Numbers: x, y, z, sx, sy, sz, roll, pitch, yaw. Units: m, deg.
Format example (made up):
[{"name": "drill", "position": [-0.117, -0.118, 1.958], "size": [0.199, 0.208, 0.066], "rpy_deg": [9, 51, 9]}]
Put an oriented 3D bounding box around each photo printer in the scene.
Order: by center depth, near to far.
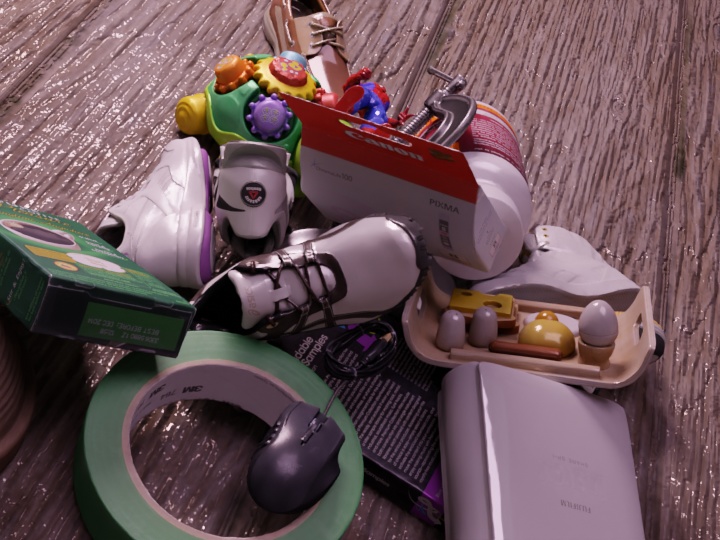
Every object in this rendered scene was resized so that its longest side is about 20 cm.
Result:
[{"name": "photo printer", "position": [0.139, 0.182, 1.015], "size": [0.166, 0.069, 0.201], "rpy_deg": [19, 51, -27]}]

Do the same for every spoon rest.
[{"name": "spoon rest", "position": [0.000, 0.000, 1.183], "size": [0.199, 0.061, 0.100], "rpy_deg": [5, 43, -27]}]

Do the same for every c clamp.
[{"name": "c clamp", "position": [0.040, -0.112, 1.267], "size": [0.027, 0.200, 0.171], "rpy_deg": [46, -7, -23]}]

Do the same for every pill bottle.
[{"name": "pill bottle", "position": [0.103, -0.076, 1.271], "size": [0.113, 0.113, 0.200], "rpy_deg": [21, 26, -11]}]

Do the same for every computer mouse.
[{"name": "computer mouse", "position": [-0.021, 0.096, 0.955], "size": [0.058, 0.034, 0.200], "rpy_deg": [30, 45, 3]}]

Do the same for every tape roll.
[{"name": "tape roll", "position": [-0.099, 0.136, 0.942], "size": [0.199, 0.048, 0.201], "rpy_deg": [12, 48, -14]}]

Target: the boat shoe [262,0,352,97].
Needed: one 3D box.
[{"name": "boat shoe", "position": [-0.051, -0.239, 1.422], "size": [0.075, 0.072, 0.200], "rpy_deg": [0, 45, -33]}]

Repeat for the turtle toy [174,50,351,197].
[{"name": "turtle toy", "position": [-0.070, -0.138, 1.264], "size": [0.145, 0.101, 0.200], "rpy_deg": [-14, 54, -43]}]

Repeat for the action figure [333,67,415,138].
[{"name": "action figure", "position": [0.010, -0.153, 1.243], "size": [0.065, 0.052, 0.200], "rpy_deg": [48, 9, -8]}]

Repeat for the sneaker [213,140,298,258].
[{"name": "sneaker", "position": [-0.092, -0.052, 1.125], "size": [0.074, 0.089, 0.200], "rpy_deg": [4, -2, 1]}]

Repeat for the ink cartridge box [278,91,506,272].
[{"name": "ink cartridge box", "position": [0.022, -0.066, 1.082], "size": [0.162, 0.057, 0.200], "rpy_deg": [20, -5, 19]}]

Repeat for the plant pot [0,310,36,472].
[{"name": "plant pot", "position": [-0.308, 0.052, 0.892], "size": [0.200, 0.093, 0.201], "rpy_deg": [18, 39, -15]}]

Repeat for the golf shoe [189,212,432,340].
[{"name": "golf shoe", "position": [-0.043, 0.016, 0.995], "size": [0.094, 0.199, 0.078], "rpy_deg": [-19, 88, -61]}]

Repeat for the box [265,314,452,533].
[{"name": "box", "position": [0.014, 0.102, 1.079], "size": [0.200, 0.036, 0.143], "rpy_deg": [33, 45, 3]}]

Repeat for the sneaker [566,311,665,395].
[{"name": "sneaker", "position": [0.195, 0.093, 1.201], "size": [0.199, 0.076, 0.088], "rpy_deg": [-5, 53, -24]}]

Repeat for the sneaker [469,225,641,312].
[{"name": "sneaker", "position": [0.163, 0.011, 1.281], "size": [0.199, 0.074, 0.116], "rpy_deg": [0, 34, -32]}]

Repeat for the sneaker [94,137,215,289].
[{"name": "sneaker", "position": [-0.172, -0.054, 1.121], "size": [0.099, 0.075, 0.200], "rpy_deg": [-4, 31, -4]}]

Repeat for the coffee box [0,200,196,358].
[{"name": "coffee box", "position": [-0.218, 0.000, 0.967], "size": [0.123, 0.044, 0.200], "rpy_deg": [15, 10, -42]}]

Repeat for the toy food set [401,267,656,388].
[{"name": "toy food set", "position": [0.140, 0.033, 1.109], "size": [0.199, 0.061, 0.144], "rpy_deg": [8, 21, 7]}]
